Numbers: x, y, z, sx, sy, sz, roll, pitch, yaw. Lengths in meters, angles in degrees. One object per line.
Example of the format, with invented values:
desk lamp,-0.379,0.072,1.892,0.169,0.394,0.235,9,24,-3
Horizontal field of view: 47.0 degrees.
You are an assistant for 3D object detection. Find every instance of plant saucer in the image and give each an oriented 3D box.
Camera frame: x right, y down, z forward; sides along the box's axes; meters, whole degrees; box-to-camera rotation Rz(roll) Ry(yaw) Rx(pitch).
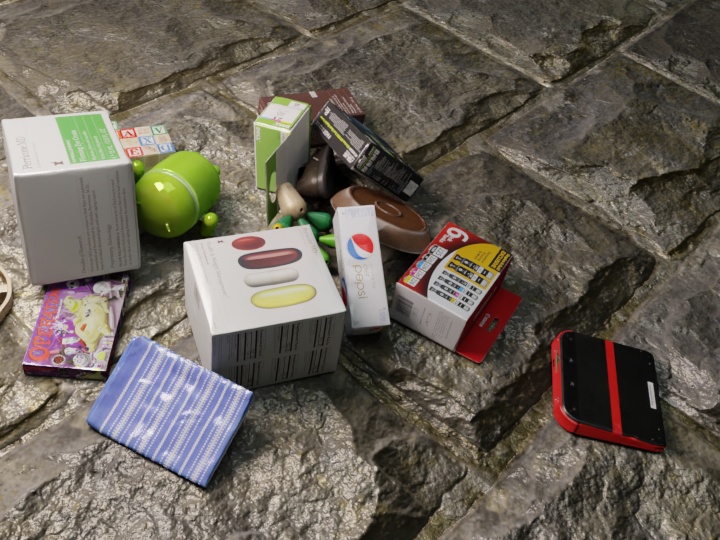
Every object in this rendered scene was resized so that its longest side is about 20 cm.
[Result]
plant saucer,0.044,-0.098,1.476,0.199,0.035,0.200,24,23,-11

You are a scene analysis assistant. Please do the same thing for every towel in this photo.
towel,-0.264,0.189,1.143,0.199,0.024,0.145,24,72,12

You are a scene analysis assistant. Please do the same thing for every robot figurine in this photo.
robot figurine,-0.313,-0.131,1.412,0.175,0.116,0.200,36,31,-5

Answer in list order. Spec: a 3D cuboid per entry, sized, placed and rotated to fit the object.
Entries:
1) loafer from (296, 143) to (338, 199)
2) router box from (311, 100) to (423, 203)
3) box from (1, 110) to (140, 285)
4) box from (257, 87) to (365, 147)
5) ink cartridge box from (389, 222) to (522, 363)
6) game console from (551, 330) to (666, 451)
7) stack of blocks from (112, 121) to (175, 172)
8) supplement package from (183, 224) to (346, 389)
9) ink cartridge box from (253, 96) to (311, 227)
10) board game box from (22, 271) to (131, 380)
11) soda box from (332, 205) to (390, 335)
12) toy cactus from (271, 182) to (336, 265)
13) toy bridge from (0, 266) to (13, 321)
loafer,-0.085,-0.186,1.543,0.071,0.073,0.200,-9,21,7
router box,0.011,-0.223,1.548,0.150,0.062,0.200,27,16,-40
box,-0.456,-0.119,1.304,0.171,0.201,0.199,-11,38,-22
box,-0.101,-0.309,1.687,0.199,0.075,0.100,-13,50,-22
ink cartridge box,0.173,0.034,1.396,0.175,0.084,0.200,28,46,15
game console,0.396,0.190,1.334,0.176,0.031,0.201,16,45,-4
stack of blocks,-0.452,-0.218,1.523,0.199,0.059,0.115,-11,48,-22
supplement package,-0.150,0.056,1.254,0.199,0.147,0.192,-10,49,-20
ink cartridge box,-0.160,-0.200,1.505,0.075,0.148,0.200,16,44,12
board game box,-0.426,0.076,1.258,0.119,0.032,0.201,2,45,-5
soda box,0.000,0.000,1.336,0.063,0.068,0.201,-4,77,-11
toy cactus,-0.098,-0.080,1.422,0.199,0.102,0.166,-20,72,-31
toy bridge,-0.567,0.038,1.263,0.067,0.027,0.200,-6,47,-20
